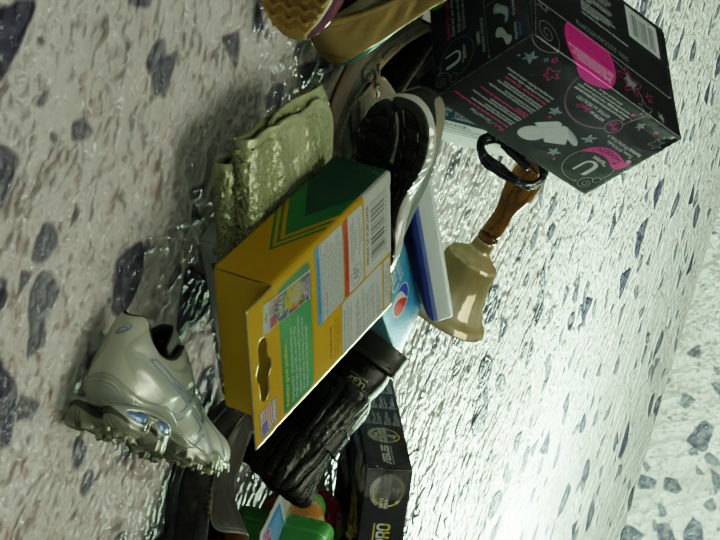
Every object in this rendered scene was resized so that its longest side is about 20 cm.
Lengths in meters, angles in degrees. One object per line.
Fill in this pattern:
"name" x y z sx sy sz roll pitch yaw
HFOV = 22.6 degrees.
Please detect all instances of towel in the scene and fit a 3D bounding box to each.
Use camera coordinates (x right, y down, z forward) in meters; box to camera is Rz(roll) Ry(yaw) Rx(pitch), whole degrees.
"towel" -0.062 -0.030 1.357 0.148 0.036 0.201 -43 142 -52

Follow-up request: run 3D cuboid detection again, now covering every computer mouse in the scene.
"computer mouse" 0.088 -0.145 1.591 0.059 0.200 0.034 -43 -178 -23

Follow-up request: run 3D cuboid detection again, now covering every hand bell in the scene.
"hand bell" 0.128 -0.040 1.766 0.200 0.104 0.104 -58 165 17

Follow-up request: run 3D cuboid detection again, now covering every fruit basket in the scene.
"fruit basket" -0.049 0.243 1.618 0.200 0.093 0.186 -54 152 -51

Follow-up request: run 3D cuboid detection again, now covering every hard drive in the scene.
"hard drive" 0.046 -0.063 1.629 0.200 0.025 0.132 78 -6 -52

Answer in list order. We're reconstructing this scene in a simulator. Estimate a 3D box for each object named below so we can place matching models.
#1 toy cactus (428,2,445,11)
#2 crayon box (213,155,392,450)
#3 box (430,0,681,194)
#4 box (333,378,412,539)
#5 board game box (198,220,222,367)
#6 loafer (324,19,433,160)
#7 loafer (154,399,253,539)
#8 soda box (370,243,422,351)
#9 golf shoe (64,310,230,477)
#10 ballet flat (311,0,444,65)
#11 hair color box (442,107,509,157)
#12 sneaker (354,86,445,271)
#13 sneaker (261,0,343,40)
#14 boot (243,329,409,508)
"toy cactus" 0.032 -0.308 1.457 0.165 0.102 0.201 -21 129 -43
"crayon box" -0.046 0.020 1.315 0.200 0.051 0.126 -46 145 -45
"box" 0.164 -0.178 1.546 0.200 0.115 0.133 29 45 -37
"box" 0.009 0.211 1.686 0.200 0.049 0.162 -102 -160 -68
"board game box" -0.074 0.011 1.454 0.200 0.035 0.126 85 29 -44
"loafer" 0.012 -0.151 1.484 0.072 0.063 0.200 92 14 -45
"loafer" -0.119 0.199 1.422 0.073 0.072 0.201 56 52 -64
"soda box" 0.000 0.000 1.598 0.200 0.068 0.064 72 39 -57
"golf shoe" -0.136 0.091 1.300 0.200 0.078 0.098 49 53 -68
"ballet flat" 0.043 -0.234 1.411 0.063 0.200 0.069 50 9 -37
"hair color box" 0.108 -0.154 1.710 0.200 0.100 0.061 15 90 -74
"sneaker" 0.020 -0.059 1.440 0.079 0.074 0.201 -43 162 -57
"sneaker" -0.015 -0.269 1.345 0.090 0.075 0.201 -6 111 -63
"boot" -0.038 0.119 1.558 0.158 0.079 0.211 -56 -179 -4
